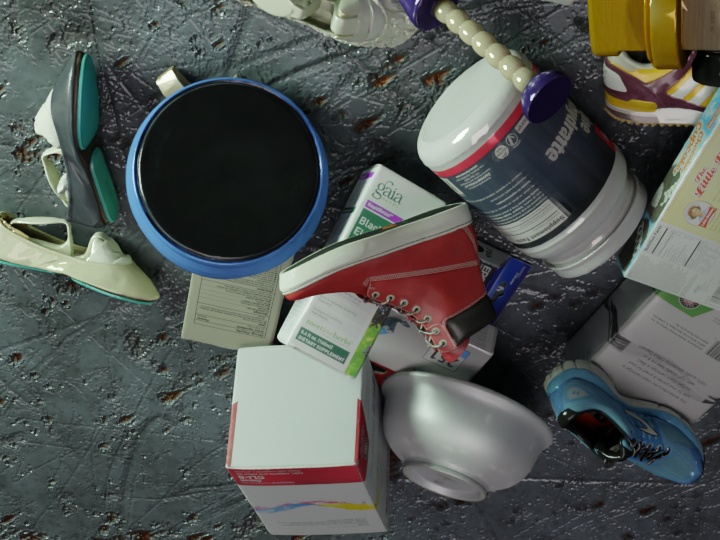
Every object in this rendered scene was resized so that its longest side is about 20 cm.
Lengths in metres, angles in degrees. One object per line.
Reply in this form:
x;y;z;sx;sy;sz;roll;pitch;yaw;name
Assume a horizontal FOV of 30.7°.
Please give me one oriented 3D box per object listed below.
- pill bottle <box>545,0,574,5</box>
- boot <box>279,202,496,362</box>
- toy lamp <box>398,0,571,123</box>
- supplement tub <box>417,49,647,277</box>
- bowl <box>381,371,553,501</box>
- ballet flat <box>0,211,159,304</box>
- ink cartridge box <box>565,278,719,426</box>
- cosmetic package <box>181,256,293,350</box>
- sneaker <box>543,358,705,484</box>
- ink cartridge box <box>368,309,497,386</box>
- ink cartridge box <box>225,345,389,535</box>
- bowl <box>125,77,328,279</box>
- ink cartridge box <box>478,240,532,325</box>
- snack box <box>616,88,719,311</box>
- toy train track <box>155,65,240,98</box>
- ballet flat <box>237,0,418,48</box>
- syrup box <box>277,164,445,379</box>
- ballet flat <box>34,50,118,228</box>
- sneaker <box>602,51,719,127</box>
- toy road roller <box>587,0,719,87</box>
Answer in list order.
0.103;-0.307;1.155;0.199;0.114;0.114;14;124;-4;pill bottle
0.030;0.032;1.244;0.199;0.072;0.145;-17;97;-15;boot
0.102;-0.210;1.180;0.058;0.200;0.058;-30;148;-21;toy lamp
0.166;-0.102;1.269;0.200;0.141;0.140;40;119;-19;supplement tub
0.104;0.194;1.447;0.200;0.091;0.201;18;157;8;bowl
-0.310;-0.018;1.429;0.199;0.070;0.070;16;124;-3;ballet flat
0.332;0.073;1.400;0.146;0.085;0.200;30;123;-13;ink cartridge box
-0.124;-0.009;1.388;0.105;0.071;0.201;13;132;-6;cosmetic package
0.275;0.179;1.375;0.199;0.090;0.078;29;124;-14;sneaker
0.023;0.083;1.439;0.199;0.045;0.176;25;137;-9;ink cartridge box
-0.050;0.191;1.447;0.144;0.146;0.200;-4;148;10;ink cartridge box
-0.129;-0.093;1.281;0.199;0.039;0.202;1;80;-7;bowl
0.076;-0.001;1.409;0.199;0.039;0.100;23;123;-10;ink cartridge box
0.342;-0.064;1.241;0.116;0.037;0.201;19;118;-15;snack box
-0.136;-0.125;1.351;0.114;0.033;0.200;-32;116;24;toy train track
-0.039;-0.248;1.240;0.199;0.072;0.072;17;124;-6;ballet flat
0.000;0.000;1.312;0.078;0.081;0.201;29;87;-10;syrup box
-0.298;-0.130;1.346;0.073;0.073;0.201;1;126;6;ballet flat
0.329;-0.187;1.233;0.199;0.075;0.090;-2;129;6;sneaker
0.278;-0.244;1.135;0.145;0.200;0.124;4;119;21;toy road roller
